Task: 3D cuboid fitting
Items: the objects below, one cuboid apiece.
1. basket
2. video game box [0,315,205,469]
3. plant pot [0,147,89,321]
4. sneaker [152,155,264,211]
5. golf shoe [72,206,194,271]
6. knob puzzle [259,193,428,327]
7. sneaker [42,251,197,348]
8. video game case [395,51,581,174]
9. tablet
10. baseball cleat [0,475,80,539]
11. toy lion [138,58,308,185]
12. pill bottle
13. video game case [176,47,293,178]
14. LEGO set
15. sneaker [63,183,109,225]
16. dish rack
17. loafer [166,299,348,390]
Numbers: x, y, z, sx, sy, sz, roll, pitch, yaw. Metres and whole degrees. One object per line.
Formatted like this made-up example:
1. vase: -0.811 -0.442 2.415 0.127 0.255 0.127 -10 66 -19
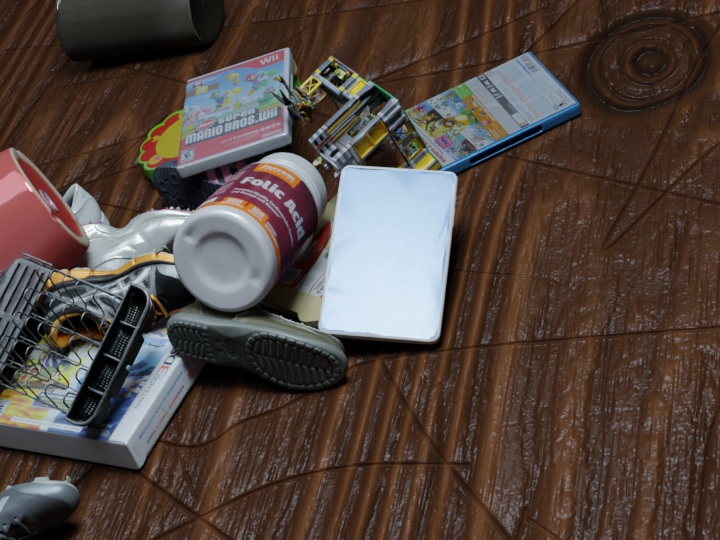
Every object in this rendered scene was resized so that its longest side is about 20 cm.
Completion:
1. basket: -0.304 -0.377 2.184 0.197 0.137 0.182 2 47 20
2. video game box: -0.278 0.120 1.659 0.198 0.047 0.183 5 43 28
3. plant pot: -0.414 -0.028 1.727 0.177 0.201 0.201 -37 39 1
4. sneaker: -0.154 -0.108 1.857 0.198 0.071 0.082 10 39 26
5. golf shoe: -0.264 -0.016 1.803 0.197 0.075 0.093 -11 62 9
6. knob puzzle: 0.000 0.000 1.682 0.217 0.031 0.221 -13 39 10
7. sneaker: -0.252 0.037 1.660 0.197 0.079 0.078 -11 50 16
8. video game case: 0.146 -0.184 1.840 0.198 0.018 0.144 -25 39 -5
9. tablet: 0.031 -0.019 1.624 0.128 0.014 0.202 4 64 9
10. baseball cleat: -0.364 0.274 1.512 0.198 0.070 0.107 -22 44 15
11. toy lion: -0.184 -0.182 1.962 0.190 0.069 0.201 0 42 36
12. pill bottle: -0.110 -0.047 1.639 0.113 0.116 0.200 -4 22 21
13. video game case: -0.150 -0.194 1.874 0.141 0.018 0.201 -17 36 11
14. LEGO set: -0.014 -0.145 1.764 0.116 0.154 0.200 -43 54 -7
15. sneaker: -0.402 -0.030 1.852 0.199 0.089 0.075 -39 42 -14
16. dish rack: -0.319 0.066 1.599 0.198 0.055 0.155 21 76 20
17. loafer: -0.102 0.065 1.600 0.198 0.076 0.070 15 42 14
